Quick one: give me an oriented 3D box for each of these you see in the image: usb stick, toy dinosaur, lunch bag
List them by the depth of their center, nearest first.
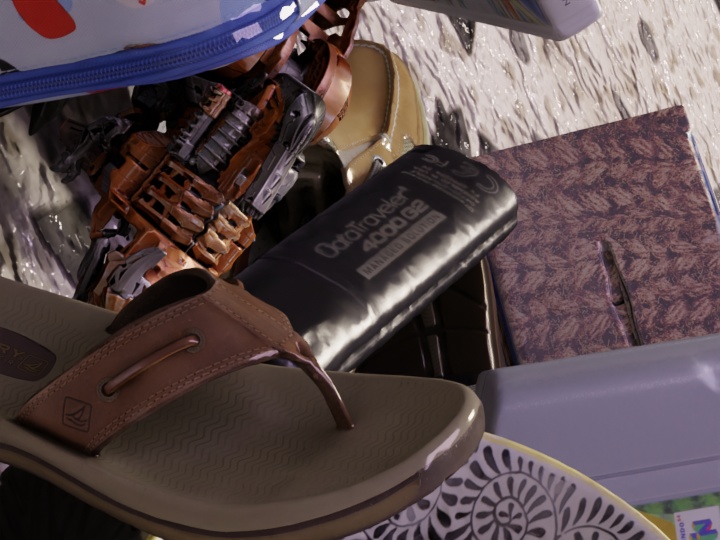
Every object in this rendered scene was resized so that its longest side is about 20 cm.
[{"bbox_3d":[-0.074,-0.109,0.791,0.200,0.160,0.076,-53,129,-60],"label":"lunch bag"},{"bbox_3d":[-0.043,-0.056,0.876,0.200,0.136,0.102,-41,112,-28],"label":"toy dinosaur"},{"bbox_3d":[0.000,0.000,0.943,0.055,0.033,0.200,28,30,14],"label":"usb stick"}]

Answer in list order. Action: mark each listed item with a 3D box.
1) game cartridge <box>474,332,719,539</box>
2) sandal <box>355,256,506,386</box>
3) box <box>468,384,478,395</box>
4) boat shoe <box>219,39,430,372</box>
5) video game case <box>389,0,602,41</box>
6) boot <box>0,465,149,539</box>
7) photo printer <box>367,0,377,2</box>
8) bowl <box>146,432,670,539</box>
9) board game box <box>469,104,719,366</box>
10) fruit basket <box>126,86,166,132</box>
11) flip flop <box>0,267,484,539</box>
[{"bbox_3d":[0.103,0.127,0.932,0.040,0.133,0.201,-175,-104,-81],"label":"game cartridge"},{"bbox_3d":[0.025,0.073,1.039,0.055,0.081,0.201,61,24,-61],"label":"sandal"},{"bbox_3d":[0.097,0.113,0.972,0.049,0.199,0.162,172,-93,-78],"label":"box"},{"bbox_3d":[-0.017,-0.035,1.028,0.200,0.071,0.076,-79,158,-46],"label":"boat shoe"},{"bbox_3d":[0.003,-0.169,0.923,0.183,0.022,0.200,60,-9,-16],"label":"video game case"},{"bbox_3d":[-0.039,0.146,0.858,0.200,0.072,0.182,30,57,-46],"label":"boot"},{"bbox_3d":[-0.013,-0.211,1.124,0.200,0.069,0.167,106,-35,-84],"label":"photo printer"},{"bbox_3d":[0.016,0.149,0.768,0.200,0.094,0.201,12,44,-12],"label":"bowl"},{"bbox_3d":[0.113,0.053,1.131,0.200,0.097,0.160,79,-3,-64],"label":"board game box"},{"bbox_3d":[-0.083,-0.136,1.010,0.185,0.093,0.201,-70,149,-57],"label":"fruit basket"},{"bbox_3d":[-0.061,0.026,0.758,0.081,0.199,0.058,-45,144,-48],"label":"flip flop"}]
